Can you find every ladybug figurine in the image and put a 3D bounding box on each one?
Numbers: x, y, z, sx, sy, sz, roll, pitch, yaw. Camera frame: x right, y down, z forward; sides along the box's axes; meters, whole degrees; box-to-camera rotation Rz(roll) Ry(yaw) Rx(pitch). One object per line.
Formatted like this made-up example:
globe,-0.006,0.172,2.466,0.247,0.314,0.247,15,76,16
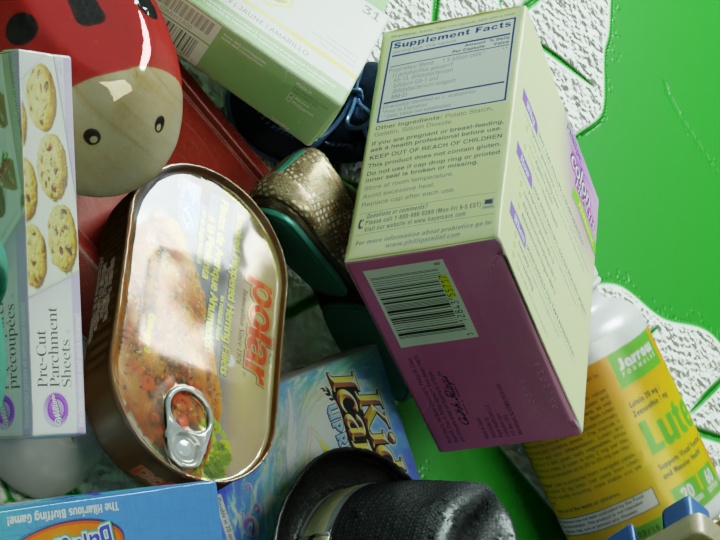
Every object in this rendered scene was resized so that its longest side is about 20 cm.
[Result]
ladybug figurine,-0.168,-0.135,1.278,0.135,0.072,0.201,-19,66,-32

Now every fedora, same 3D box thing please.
fedora,0.037,0.181,1.281,0.200,0.091,0.202,34,44,-41

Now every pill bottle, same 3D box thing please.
pill bottle,0.155,0.089,1.533,0.111,0.111,0.201,-31,96,-49

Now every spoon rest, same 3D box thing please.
spoon rest,-0.192,0.028,1.241,0.099,0.060,0.201,-38,115,-47

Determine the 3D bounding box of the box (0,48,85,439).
box,-0.172,-0.013,1.191,0.041,0.038,0.202,3,83,-49

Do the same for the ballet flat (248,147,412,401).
ballet flat,0.000,0.000,1.405,0.066,0.070,0.200,-58,139,-26

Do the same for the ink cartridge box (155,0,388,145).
ink cartridge box,-0.050,-0.182,1.422,0.145,0.048,0.200,34,41,-7

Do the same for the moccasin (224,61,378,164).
moccasin,-0.001,-0.111,1.486,0.199,0.068,0.081,-5,76,-48

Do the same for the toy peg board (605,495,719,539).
toy peg board,0.195,0.227,1.468,0.199,0.200,0.098,39,31,-28

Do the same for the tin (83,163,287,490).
tin,-0.096,0.033,1.274,0.111,0.042,0.201,25,50,-26

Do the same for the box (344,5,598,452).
box,0.073,-0.025,1.400,0.176,0.096,0.201,63,27,-42

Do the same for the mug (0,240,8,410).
mug,-0.230,0.044,1.084,0.114,0.184,0.153,-1,92,-52

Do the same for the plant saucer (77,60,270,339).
plant saucer,-0.126,-0.043,1.348,0.200,0.037,0.200,51,44,-20

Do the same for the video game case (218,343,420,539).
video game case,-0.028,0.162,1.346,0.181,0.045,0.201,-19,92,-50

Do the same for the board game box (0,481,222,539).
board game box,-0.189,0.138,1.109,0.199,0.151,0.045,-2,84,-47
